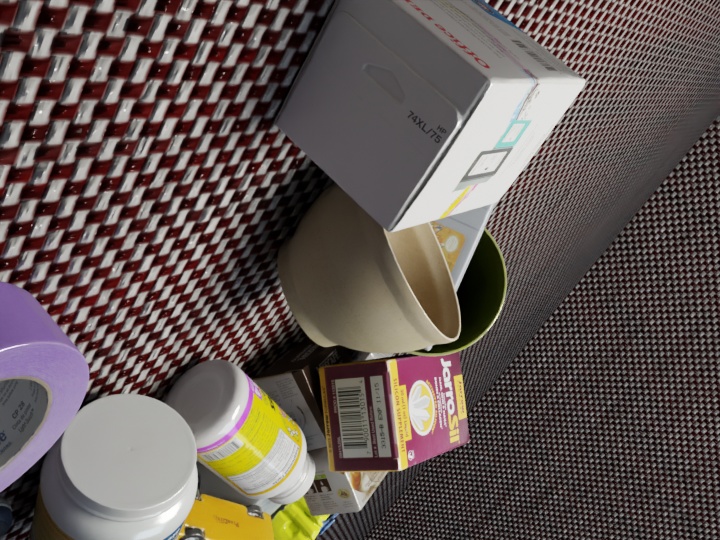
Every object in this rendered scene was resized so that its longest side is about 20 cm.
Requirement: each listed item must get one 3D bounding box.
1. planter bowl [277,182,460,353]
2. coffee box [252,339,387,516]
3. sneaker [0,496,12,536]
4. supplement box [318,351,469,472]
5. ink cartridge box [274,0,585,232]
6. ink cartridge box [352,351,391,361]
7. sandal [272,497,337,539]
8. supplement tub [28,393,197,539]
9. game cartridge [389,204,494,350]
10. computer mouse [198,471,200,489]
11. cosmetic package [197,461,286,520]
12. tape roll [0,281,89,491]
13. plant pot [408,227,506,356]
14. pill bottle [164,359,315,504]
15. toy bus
[{"bbox_3d":[0.000,0.000,0.836,0.135,0.201,0.200,-22,168,17],"label":"planter bowl"},{"bbox_3d":[-0.044,0.198,1.059,0.080,0.200,0.114,-15,-167,30],"label":"coffee box"},{"bbox_3d":[-0.349,0.276,0.676,0.077,0.146,0.202,-56,161,22],"label":"sneaker"},{"bbox_3d":[0.047,0.174,1.033,0.103,0.131,0.200,-10,175,30],"label":"supplement box"},{"bbox_3d":[0.063,-0.144,0.695,0.200,0.147,0.146,-18,148,-54],"label":"ink cartridge box"},{"bbox_3d":[-0.025,0.213,1.301,0.200,0.045,0.176,-53,-172,18],"label":"ink cartridge box"},{"bbox_3d":[-0.042,0.322,1.182,0.200,0.080,0.087,-39,166,1],"label":"sandal"},{"bbox_3d":[-0.243,0.229,0.805,0.145,0.145,0.200,-28,155,-44],"label":"supplement tub"},{"bbox_3d":[0.059,-0.021,0.942,0.042,0.133,0.200,-46,158,-72],"label":"game cartridge"},{"bbox_3d":[-0.217,0.217,1.005,0.140,0.046,0.200,-32,146,-26],"label":"computer mouse"},{"bbox_3d":[-0.139,0.275,1.172,0.200,0.123,0.199,-53,161,23],"label":"cosmetic package"},{"bbox_3d":[-0.291,0.101,0.561,0.200,0.066,0.200,-41,161,-18],"label":"tape roll"},{"bbox_3d":[0.087,0.022,1.093,0.187,0.187,0.200,-45,174,-4],"label":"plant pot"},{"bbox_3d":[-0.129,0.193,0.932,0.104,0.104,0.200,-43,134,-9],"label":"pill bottle"},{"bbox_3d":[-0.196,0.319,1.000,0.078,0.065,0.200,-37,135,21],"label":"toy bus"}]
